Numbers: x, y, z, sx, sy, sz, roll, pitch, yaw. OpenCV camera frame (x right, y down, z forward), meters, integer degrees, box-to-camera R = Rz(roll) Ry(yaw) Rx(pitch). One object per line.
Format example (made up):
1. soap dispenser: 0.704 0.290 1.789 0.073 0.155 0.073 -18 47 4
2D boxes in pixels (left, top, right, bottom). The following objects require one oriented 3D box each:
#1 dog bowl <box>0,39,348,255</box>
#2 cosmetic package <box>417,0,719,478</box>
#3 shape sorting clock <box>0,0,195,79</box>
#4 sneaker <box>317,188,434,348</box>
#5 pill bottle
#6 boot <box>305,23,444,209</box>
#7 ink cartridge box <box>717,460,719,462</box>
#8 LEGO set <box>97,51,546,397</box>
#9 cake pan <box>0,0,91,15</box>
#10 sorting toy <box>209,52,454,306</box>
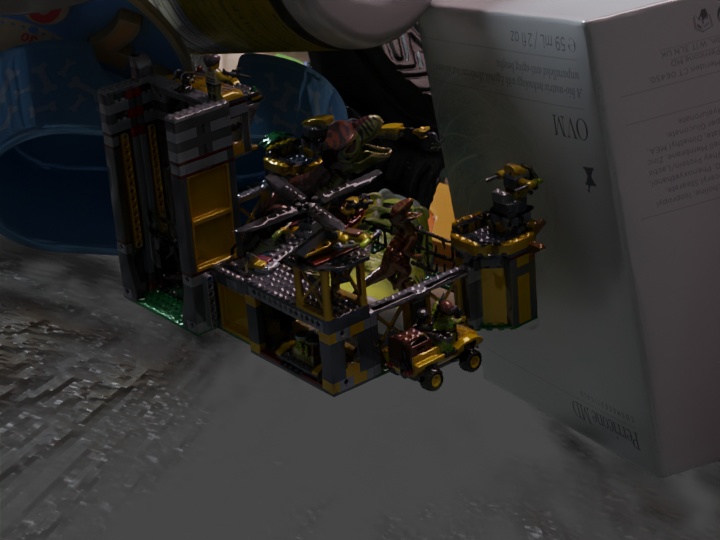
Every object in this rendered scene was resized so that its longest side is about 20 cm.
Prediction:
1. dog bowl: -0.102 -0.053 0.960 0.198 0.112 0.050 4 50 -12
2. cosmetic package: 0.127 -0.035 0.898 0.122 0.202 0.199 -16 14 -16
3. shape sorting clock: -0.180 -0.090 0.975 0.198 0.040 0.201 3 -35 2
4. sneaker: 0.000 0.000 0.948 0.075 0.077 0.200 18 6 -4
5. pill bottle: -0.061 -0.164 0.965 0.111 0.113 0.199 13 -4 -42
6. boot: -0.017 -0.111 1.084 0.079 0.158 0.212 -12 58 -30
7. ink cartridge box: 0.277 0.038 0.886 0.047 0.201 0.197 39 -7 -29
8. LEGO set: -0.019 -0.040 0.820 0.153 0.117 0.200 -18 29 -27
9. cake pan: -0.104 -0.171 0.842 0.198 0.037 0.201 -17 30 10
10. sorting toy: -0.005 -0.067 1.212 0.184 0.201 0.037 15 -40 -22
